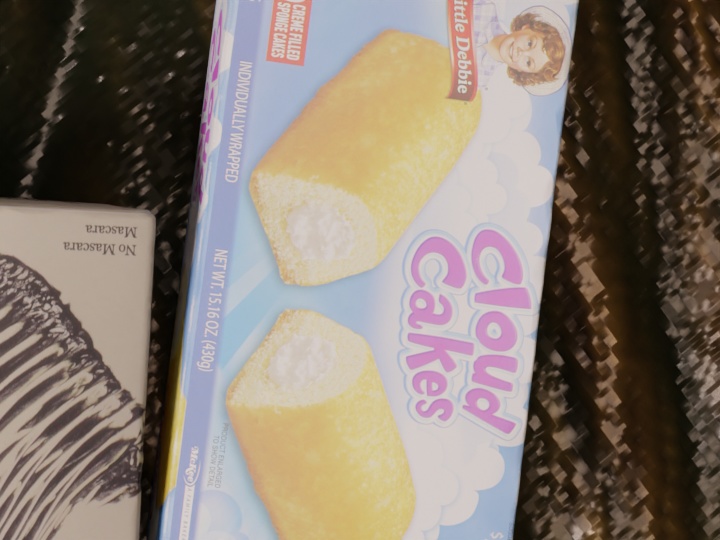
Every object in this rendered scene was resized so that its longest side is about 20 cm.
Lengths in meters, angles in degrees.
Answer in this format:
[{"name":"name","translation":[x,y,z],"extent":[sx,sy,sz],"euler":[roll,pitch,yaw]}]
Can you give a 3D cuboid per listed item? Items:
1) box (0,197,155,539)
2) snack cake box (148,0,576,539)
[{"name":"box","translation":[-0.115,0.078,0.825],"extent":[0.082,0.068,0.202],"euler":[1,92,-25]},{"name":"snack cake box","translation":[0.000,0.000,0.857],"extent":[0.114,0.067,0.202],"euler":[7,88,-8]}]
